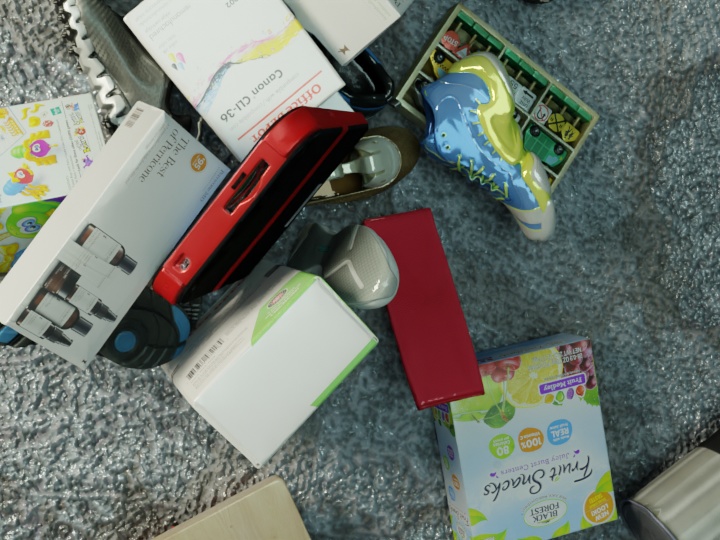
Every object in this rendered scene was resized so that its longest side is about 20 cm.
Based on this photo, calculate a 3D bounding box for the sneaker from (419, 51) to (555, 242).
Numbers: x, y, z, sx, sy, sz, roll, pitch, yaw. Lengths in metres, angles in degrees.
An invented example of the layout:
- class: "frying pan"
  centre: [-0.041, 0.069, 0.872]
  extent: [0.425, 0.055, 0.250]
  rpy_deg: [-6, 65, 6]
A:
- class: "sneaker"
  centre: [0.119, -0.111, 0.961]
  extent: [0.105, 0.076, 0.200]
  rpy_deg: [-21, 92, -3]

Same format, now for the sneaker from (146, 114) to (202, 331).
- class: "sneaker"
  centre: [-0.172, -0.034, 0.890]
  extent: [0.060, 0.104, 0.200]
  rpy_deg: [4, 131, -10]

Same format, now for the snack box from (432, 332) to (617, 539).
- class: "snack box"
  centre: [0.170, 0.181, 1.013]
  extent: [0.169, 0.068, 0.200]
  rpy_deg: [-12, 97, -15]

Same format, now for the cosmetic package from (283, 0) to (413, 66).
- class: "cosmetic package"
  centre: [0.010, -0.289, 0.883]
  extent: [0.108, 0.085, 0.200]
  rpy_deg: [45, 43, -15]

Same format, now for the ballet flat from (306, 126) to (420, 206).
- class: "ballet flat"
  centre: [-0.023, -0.098, 0.937]
  extent: [0.200, 0.072, 0.068]
  rpy_deg: [-14, 97, -17]

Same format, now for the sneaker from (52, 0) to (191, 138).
- class: "sneaker"
  centre: [-0.214, -0.197, 0.880]
  extent: [0.090, 0.066, 0.200]
  rpy_deg: [-25, 103, -18]

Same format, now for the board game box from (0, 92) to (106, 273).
- class: "board game box"
  centre: [-0.313, -0.063, 0.815]
  extent: [0.200, 0.103, 0.105]
  rpy_deg: [-13, 62, -17]

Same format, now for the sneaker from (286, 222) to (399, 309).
- class: "sneaker"
  centre: [0.000, 0.000, 0.886]
  extent: [0.080, 0.200, 0.070]
  rpy_deg: [28, 89, -22]

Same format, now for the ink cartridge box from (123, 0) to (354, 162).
- class: "ink cartridge box"
  centre: [-0.096, -0.174, 0.843]
  extent: [0.116, 0.067, 0.200]
  rpy_deg: [-40, 104, -2]

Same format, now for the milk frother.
- class: "milk frother"
  centre: [0.424, 0.278, 1.031]
  extent: [0.188, 0.200, 0.181]
  rpy_deg: [-34, 106, -13]

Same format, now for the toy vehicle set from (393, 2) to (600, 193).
- class: "toy vehicle set"
  centre: [0.142, -0.169, 1.009]
  extent: [0.200, 0.027, 0.124]
  rpy_deg: [34, 83, -16]

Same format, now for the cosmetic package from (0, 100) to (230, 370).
- class: "cosmetic package"
  centre: [-0.196, -0.028, 0.761]
  extent: [0.200, 0.051, 0.083]
  rpy_deg: [-56, 134, -8]

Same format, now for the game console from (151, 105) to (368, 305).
- class: "game console"
  centre: [-0.082, -0.057, 0.817]
  extent: [0.031, 0.177, 0.200]
  rpy_deg: [43, 108, 5]

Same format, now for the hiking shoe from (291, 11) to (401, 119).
- class: "hiking shoe"
  centre: [-0.045, -0.222, 0.917]
  extent: [0.200, 0.087, 0.074]
  rpy_deg: [33, 83, -16]

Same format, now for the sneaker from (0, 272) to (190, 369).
- class: "sneaker"
  centre: [-0.242, 0.033, 0.835]
  extent: [0.200, 0.082, 0.073]
  rpy_deg: [17, 94, -39]

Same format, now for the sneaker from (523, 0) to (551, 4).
- class: "sneaker"
  centre: [0.142, -0.376, 0.986]
  extent: [0.200, 0.076, 0.115]
  rpy_deg: [32, 74, -24]

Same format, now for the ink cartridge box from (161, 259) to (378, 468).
- class: "ink cartridge box"
  centre: [-0.090, 0.073, 0.859]
  extent: [0.146, 0.200, 0.084]
  rpy_deg: [-46, 107, -10]

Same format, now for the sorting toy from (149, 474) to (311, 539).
- class: "sorting toy"
  centre: [-0.131, 0.323, 0.926]
  extent: [0.199, 0.070, 0.200]
  rpy_deg: [-26, 100, -14]

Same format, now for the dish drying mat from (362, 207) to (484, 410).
- class: "dish drying mat"
  centre: [0.063, 0.036, 0.963]
  extent: [0.077, 0.018, 0.200]
  rpy_deg: [-12, 73, -15]
